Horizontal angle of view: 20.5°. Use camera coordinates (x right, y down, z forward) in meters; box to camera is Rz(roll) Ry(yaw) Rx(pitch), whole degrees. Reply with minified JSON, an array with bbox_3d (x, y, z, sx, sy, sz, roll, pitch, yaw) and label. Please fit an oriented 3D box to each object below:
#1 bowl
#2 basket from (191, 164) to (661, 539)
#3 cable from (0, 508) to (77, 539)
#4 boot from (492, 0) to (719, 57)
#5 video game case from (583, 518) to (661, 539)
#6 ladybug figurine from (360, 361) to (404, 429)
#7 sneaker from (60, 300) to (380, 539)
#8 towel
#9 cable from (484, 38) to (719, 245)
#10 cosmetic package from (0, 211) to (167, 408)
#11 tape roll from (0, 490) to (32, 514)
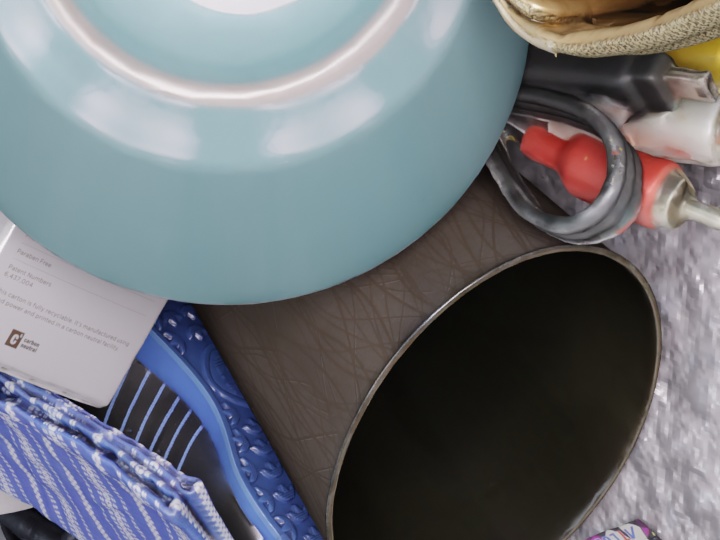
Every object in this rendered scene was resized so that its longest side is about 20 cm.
[{"bbox_3d":[-0.040,-0.095,0.587,0.105,0.200,0.202,117,137,-82],"label":"bowl"},{"bbox_3d":[0.000,0.000,0.749,0.200,0.136,0.181,52,152,39],"label":"basket"},{"bbox_3d":[-0.170,0.103,1.077,0.200,0.051,0.164,-25,80,53],"label":"cable"},{"bbox_3d":[0.086,-0.104,0.574,0.200,0.155,0.073,22,118,49],"label":"boot"},{"bbox_3d":[0.123,0.223,0.724,0.181,0.036,0.201,43,132,39],"label":"video game case"},{"bbox_3d":[-0.030,0.073,0.858,0.200,0.072,0.136,61,142,21],"label":"ladybug figurine"},{"bbox_3d":[-0.068,0.073,0.792,0.200,0.070,0.078,52,121,21],"label":"sneaker"},{"bbox_3d":[-0.122,0.078,0.767,0.200,0.024,0.145,27,156,28],"label":"towel"},{"bbox_3d":[0.048,-0.054,0.676,0.200,0.097,0.050,12,155,40],"label":"cable"},{"bbox_3d":[-0.097,-0.068,0.710,0.108,0.085,0.200,34,93,43],"label":"cosmetic package"},{"bbox_3d":[-0.172,-0.005,0.919,0.139,0.202,0.203,46,134,37],"label":"tape roll"}]
